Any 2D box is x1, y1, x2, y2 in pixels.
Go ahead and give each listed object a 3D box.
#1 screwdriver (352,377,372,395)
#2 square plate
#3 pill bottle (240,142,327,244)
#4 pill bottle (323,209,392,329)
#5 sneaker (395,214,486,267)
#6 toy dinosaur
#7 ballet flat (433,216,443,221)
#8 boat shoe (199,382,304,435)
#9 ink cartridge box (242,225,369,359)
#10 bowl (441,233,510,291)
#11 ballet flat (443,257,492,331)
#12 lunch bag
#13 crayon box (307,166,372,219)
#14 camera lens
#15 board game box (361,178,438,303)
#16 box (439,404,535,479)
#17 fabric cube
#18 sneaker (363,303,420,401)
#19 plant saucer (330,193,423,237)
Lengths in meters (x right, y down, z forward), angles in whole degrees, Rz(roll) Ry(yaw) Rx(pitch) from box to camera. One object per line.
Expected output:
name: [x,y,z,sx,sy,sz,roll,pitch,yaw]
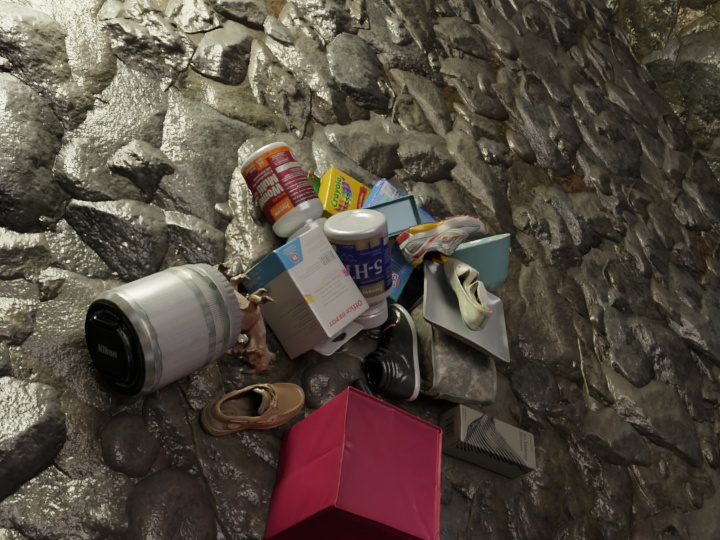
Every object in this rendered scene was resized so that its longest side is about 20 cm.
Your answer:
screwdriver: [0.041,0.286,1.461,0.028,0.029,0.202,-15,67,-45]
square plate: [0.201,0.080,1.581,0.198,0.029,0.199,28,32,-15]
pill bottle: [-0.138,-0.134,1.541,0.109,0.109,0.202,-22,77,-46]
pill bottle: [0.000,0.000,1.503,0.119,0.118,0.203,-37,128,-48]
sneaker: [0.167,-0.055,1.619,0.197,0.078,0.083,-15,78,-22]
toy dinosaur: [-0.219,0.076,1.356,0.199,0.137,0.086,34,1,14]
ballet flat: [0.110,-0.064,1.737,0.198,0.069,0.068,-24,55,-33]
boat shoe: [-0.162,0.220,1.309,0.198,0.064,0.072,-11,69,-44]
ink cartridge box: [-0.093,0.051,1.433,0.128,0.125,0.202,-33,91,-47]
bowl: [0.239,-0.004,1.738,0.199,0.199,0.107,-16,92,-45]
ballet flat: [0.215,0.032,1.571,0.067,0.063,0.202,17,37,-29]
lunch bag: [0.174,0.174,1.593,0.162,0.118,0.203,16,48,-30]
crayon box: [-0.025,-0.128,1.679,0.198,0.051,0.128,27,48,-23]
camera lens: [-0.298,0.086,1.212,0.199,0.160,0.161,-24,79,-47]
board game box: [0.052,-0.059,1.630,0.151,0.045,0.202,37,68,-17]
box: [0.250,0.338,1.582,0.198,0.068,0.083,24,49,-26]
fabric cube: [-0.006,0.338,1.264,0.195,0.199,0.202,29,46,-24]
sneaker: [0.053,0.147,1.541,0.098,0.071,0.203,14,54,-32]
plant saucer: [0.031,-0.094,1.590,0.198,0.019,0.071,-18,90,-28]
